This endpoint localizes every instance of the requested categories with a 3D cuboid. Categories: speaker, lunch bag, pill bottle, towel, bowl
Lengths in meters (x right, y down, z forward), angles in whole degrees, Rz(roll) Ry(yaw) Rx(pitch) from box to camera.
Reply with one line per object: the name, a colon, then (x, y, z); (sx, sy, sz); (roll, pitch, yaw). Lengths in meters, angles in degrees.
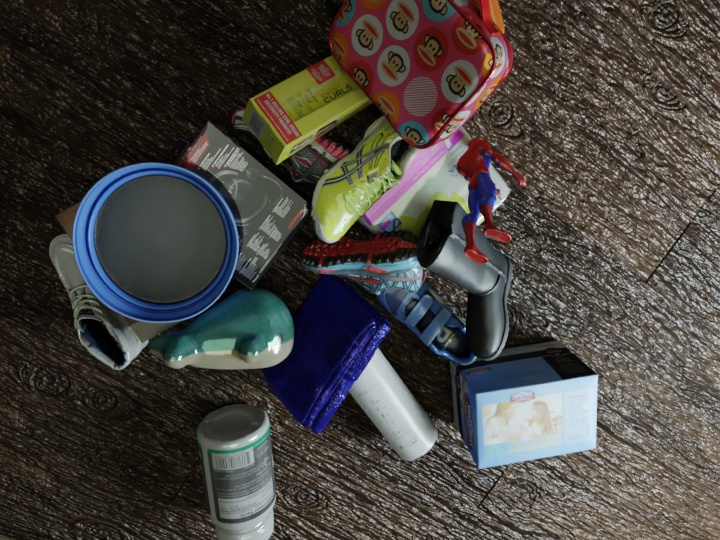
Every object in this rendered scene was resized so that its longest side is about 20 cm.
speaker: (0.041, 0.207, 0.839); (0.081, 0.081, 0.201); (-35, 107, 4)
lunch bag: (0.071, -0.265, 0.598); (0.201, 0.082, 0.176); (51, 132, 6)
pill bottle: (-0.192, 0.328, 0.826); (0.111, 0.113, 0.204); (-3, 106, -6)
towel: (-0.060, 0.118, 0.778); (0.147, 0.049, 0.202); (39, 100, 28)
bowl: (-0.256, -0.035, 0.667); (0.196, 0.039, 0.205); (-3, 103, -11)

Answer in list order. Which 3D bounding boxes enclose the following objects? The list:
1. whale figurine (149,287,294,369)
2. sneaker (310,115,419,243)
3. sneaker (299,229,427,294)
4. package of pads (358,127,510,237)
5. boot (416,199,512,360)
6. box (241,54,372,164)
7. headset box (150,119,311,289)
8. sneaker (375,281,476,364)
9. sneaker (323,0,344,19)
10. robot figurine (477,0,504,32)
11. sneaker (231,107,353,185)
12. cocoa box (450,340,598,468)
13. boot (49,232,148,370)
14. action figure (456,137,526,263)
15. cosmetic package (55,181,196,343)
whale figurine: (-0.186, 0.080, 0.729); (0.197, 0.158, 0.106); (-4, 101, -39)
sneaker: (0.008, -0.122, 0.680); (0.075, 0.076, 0.202); (41, 80, -38)
sneaker: (0.000, 0.000, 0.746); (0.197, 0.080, 0.097); (5, 135, 32)
package of pads: (0.102, -0.104, 0.766); (0.200, 0.068, 0.155); (-43, 106, 6)
boot: (0.144, 0.019, 0.716); (0.199, 0.065, 0.168); (34, 60, -50)
box: (-0.051, -0.220, 0.667); (0.199, 0.050, 0.076); (-39, 93, -28)
headset box: (-0.185, -0.098, 0.727); (0.199, 0.077, 0.150); (37, 98, -14)
sneaker: (0.109, 0.075, 0.810); (0.199, 0.082, 0.074); (36, 101, -14)
sneaker: (-0.034, -0.395, 0.669); (0.072, 0.072, 0.201); (-37, 110, -5)
robot figurine: (0.099, -0.317, 0.683); (0.141, 0.117, 0.204); (-16, 106, -5)
sneaker: (-0.086, -0.163, 0.720); (0.197, 0.081, 0.076); (26, 103, -14)
cocoa box: (0.259, 0.211, 0.840); (0.196, 0.131, 0.136); (-8, 107, -5)
boot: (-0.373, 0.043, 0.732); (0.073, 0.096, 0.202); (-31, 107, 2)
action figure: (0.172, -0.093, 0.663); (0.098, 0.203, 0.065); (21, 137, -22)
cosmetic package: (-0.309, -0.017, 0.728); (0.102, 0.087, 0.202); (-29, 107, -1)
